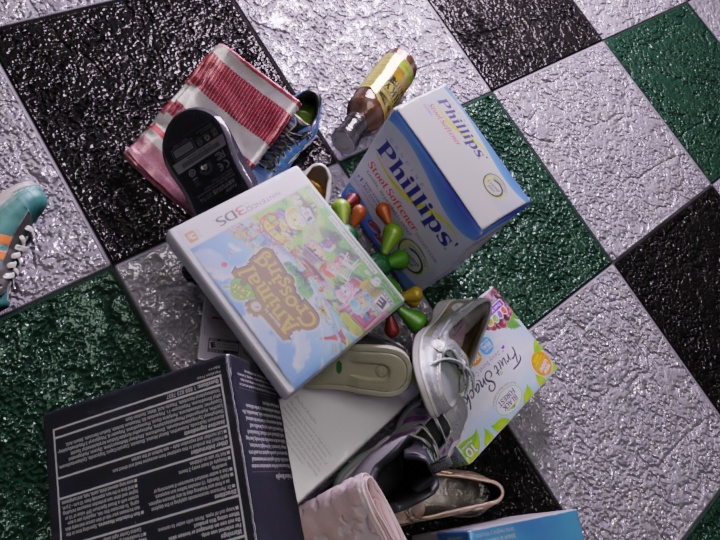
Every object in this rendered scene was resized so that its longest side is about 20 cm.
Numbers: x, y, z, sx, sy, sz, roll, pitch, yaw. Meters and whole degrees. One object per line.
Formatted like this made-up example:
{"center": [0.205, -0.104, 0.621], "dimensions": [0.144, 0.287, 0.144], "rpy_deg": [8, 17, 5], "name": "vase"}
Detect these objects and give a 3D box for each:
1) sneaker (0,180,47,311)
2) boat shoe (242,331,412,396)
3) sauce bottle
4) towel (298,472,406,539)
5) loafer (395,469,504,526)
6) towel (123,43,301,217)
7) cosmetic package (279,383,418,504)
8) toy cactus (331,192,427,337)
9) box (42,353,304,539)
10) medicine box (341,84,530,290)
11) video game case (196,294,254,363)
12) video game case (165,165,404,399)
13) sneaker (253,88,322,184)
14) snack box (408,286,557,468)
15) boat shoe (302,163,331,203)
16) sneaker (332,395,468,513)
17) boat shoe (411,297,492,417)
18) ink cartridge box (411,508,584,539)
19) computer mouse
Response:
{"center": [-0.391, -0.002, 0.659], "dimensions": [0.079, 0.071, 0.203], "rpy_deg": [35, 64, -9], "name": "sneaker"}
{"center": [-0.037, 0.090, 0.694], "dimensions": [0.194, 0.068, 0.074], "rpy_deg": [12, 105, 5], "name": "boat shoe"}
{"center": [0.020, -0.254, 0.935], "dimensions": [0.064, 0.065, 0.202], "rpy_deg": [33, 61, -4], "name": "sauce bottle"}
{"center": [-0.020, 0.319, 0.597], "dimensions": [0.032, 0.199, 0.194], "rpy_deg": [-10, 68, -57], "name": "towel"}
{"center": [0.076, 0.261, 0.730], "dimensions": [0.194, 0.063, 0.074], "rpy_deg": [4, 67, -20], "name": "loafer"}
{"center": [-0.187, -0.177, 0.787], "dimensions": [0.143, 0.023, 0.202], "rpy_deg": [37, 81, 8], "name": "towel"}
{"center": [-0.037, 0.172, 0.714], "dimensions": [0.198, 0.074, 0.102], "rpy_deg": [-33, 74, -32], "name": "cosmetic package"}
{"center": [0.000, 0.000, 0.764], "dimensions": [0.163, 0.101, 0.204], "rpy_deg": [-19, 81, -51], "name": "toy cactus"}
{"center": [-0.169, 0.211, 0.574], "dimensions": [0.195, 0.123, 0.204], "rpy_deg": [-17, 70, 9], "name": "box"}
{"center": [0.088, -0.097, 0.812], "dimensions": [0.102, 0.200, 0.184], "rpy_deg": [-30, 80, -30], "name": "medicine box"}
{"center": [-0.124, 0.023, 0.781], "dimensions": [0.139, 0.018, 0.206], "rpy_deg": [9, 65, -18], "name": "video game case"}
{"center": [-0.072, 0.001, 0.648], "dimensions": [0.181, 0.022, 0.201], "rpy_deg": [-34, 81, -37], "name": "video game case"}
{"center": [-0.113, -0.172, 0.829], "dimensions": [0.077, 0.089, 0.203], "rpy_deg": [32, 62, -5], "name": "sneaker"}
{"center": [0.151, 0.137, 0.821], "dimensions": [0.198, 0.053, 0.143], "rpy_deg": [-35, 84, -30], "name": "snack box"}
{"center": [-0.077, -0.042, 0.738], "dimensions": [0.070, 0.070, 0.204], "rpy_deg": [25, 60, -9], "name": "boat shoe"}
{"center": [0.068, 0.193, 0.654], "dimensions": [0.199, 0.140, 0.078], "rpy_deg": [-38, 88, -27], "name": "sneaker"}
{"center": [0.108, 0.089, 0.712], "dimensions": [0.076, 0.063, 0.202], "rpy_deg": [65, 27, -14], "name": "boat shoe"}
{"center": [0.161, 0.379, 0.664], "dimensions": [0.142, 0.147, 0.205], "rpy_deg": [0, 67, -22], "name": "ink cartridge box"}
{"center": [-0.170, -0.094, 0.732], "dimensions": [0.136, 0.053, 0.204], "rpy_deg": [-25, 78, 6], "name": "computer mouse"}
